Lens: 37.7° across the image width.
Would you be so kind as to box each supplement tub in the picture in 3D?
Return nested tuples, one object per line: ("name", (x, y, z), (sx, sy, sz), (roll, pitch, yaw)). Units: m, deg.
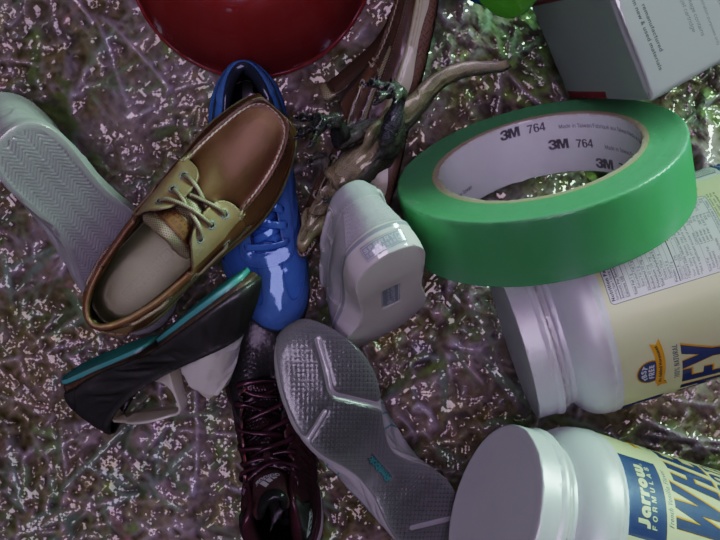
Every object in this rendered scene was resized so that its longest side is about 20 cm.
("supplement tub", (0.177, 0.193, 0.733), (0.198, 0.145, 0.146), (19, 92, -18))
("supplement tub", (0.202, 0.017, 0.756), (0.198, 0.145, 0.146), (-18, 92, 1))

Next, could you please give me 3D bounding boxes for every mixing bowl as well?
("mixing bowl", (-0.086, -0.248, 0.768), (0.198, 0.108, 0.202), (0, 92, 1))

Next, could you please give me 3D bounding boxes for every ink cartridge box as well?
("ink cartridge box", (0.240, -0.200, 0.734), (0.199, 0.145, 0.084), (-28, 103, -6))

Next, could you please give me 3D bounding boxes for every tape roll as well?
("tape roll", (0.126, -0.059, 0.726), (0.199, 0.201, 0.049), (-15, 116, 1))

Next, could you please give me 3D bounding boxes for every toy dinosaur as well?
("toy dinosaur", (0.010, -0.095, 0.726), (0.200, 0.088, 0.048), (-42, 61, 11))

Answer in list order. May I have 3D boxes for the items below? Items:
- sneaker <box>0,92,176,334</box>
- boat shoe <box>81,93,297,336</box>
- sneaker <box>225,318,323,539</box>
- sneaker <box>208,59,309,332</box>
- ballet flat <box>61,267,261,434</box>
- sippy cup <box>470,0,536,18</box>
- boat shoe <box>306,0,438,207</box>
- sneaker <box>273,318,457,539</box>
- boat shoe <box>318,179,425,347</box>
("sneaker", (-0.212, -0.048, 0.794), (0.073, 0.116, 0.201), (-35, 127, -10))
("boat shoe", (-0.117, -0.030, 0.720), (0.075, 0.074, 0.200), (39, 98, -4))
("sneaker", (-0.061, 0.127, 0.776), (0.075, 0.116, 0.202), (-10, 92, 1))
("sneaker", (-0.077, -0.055, 0.776), (0.065, 0.078, 0.202), (-8, 84, -5))
("ballet flat", (-0.135, 0.067, 0.782), (0.199, 0.068, 0.069), (-29, 99, 29))
("sippy cup", (0.116, -0.258, 0.744), (0.130, 0.177, 0.140), (-27, 94, 42))
("boat shoe", (0.005, -0.131, 0.788), (0.074, 0.075, 0.204), (14, 93, 2))
("sneaker", (-0.007, 0.121, 0.774), (0.070, 0.080, 0.201), (-37, 107, -15))
("boat shoe", (0.000, 0.000, 0.741), (0.072, 0.200, 0.069), (-26, 72, -5))
